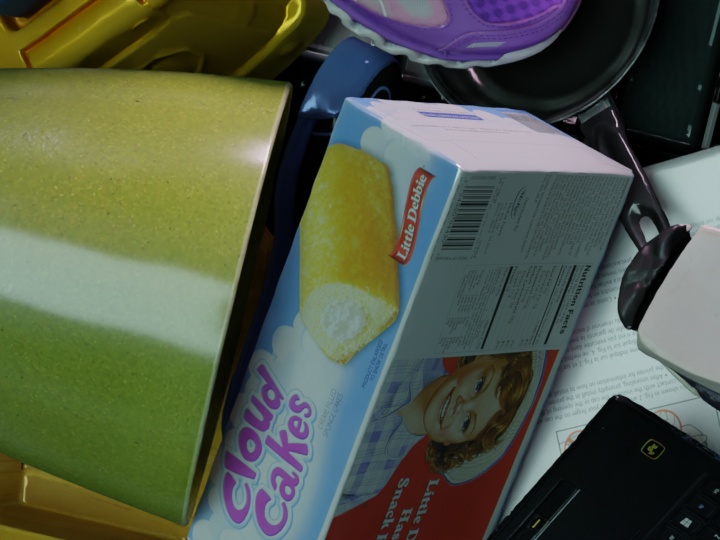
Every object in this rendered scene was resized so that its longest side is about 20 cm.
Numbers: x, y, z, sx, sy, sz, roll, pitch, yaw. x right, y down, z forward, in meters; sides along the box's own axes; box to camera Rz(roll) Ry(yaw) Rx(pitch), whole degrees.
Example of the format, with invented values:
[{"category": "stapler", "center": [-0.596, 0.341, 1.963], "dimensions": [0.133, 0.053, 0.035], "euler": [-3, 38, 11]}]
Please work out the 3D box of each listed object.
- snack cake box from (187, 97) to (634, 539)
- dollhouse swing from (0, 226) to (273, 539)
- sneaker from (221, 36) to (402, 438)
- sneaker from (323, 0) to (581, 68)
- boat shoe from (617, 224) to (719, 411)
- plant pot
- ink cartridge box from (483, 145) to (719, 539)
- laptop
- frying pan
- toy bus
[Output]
[{"category": "snack cake box", "center": [0.020, 0.035, 0.854], "dimensions": [0.067, 0.115, 0.200], "euler": [33, 112, 35]}, {"category": "dollhouse swing", "center": [-0.163, 0.037, 0.967], "dimensions": [0.182, 0.176, 0.200], "euler": [9, 93, 27]}, {"category": "sneaker", "center": [0.000, 0.000, 0.949], "dimensions": [0.078, 0.070, 0.200], "euler": [17, 102, 17]}, {"category": "sneaker", "center": [0.001, -0.149, 0.859], "dimensions": [0.200, 0.088, 0.081], "euler": [26, 79, -6]}, {"category": "boat shoe", "center": [0.193, 0.047, 0.789], "dimensions": [0.200, 0.093, 0.075], "euler": [32, 91, 13]}, {"category": "plant pot", "center": [-0.146, -0.010, 0.873], "dimensions": [0.200, 0.187, 0.187], "euler": [14, 97, -1]}, {"category": "ink cartridge box", "center": [0.134, 0.045, 0.888], "dimensions": [0.200, 0.045, 0.176], "euler": [-16, 82, 27]}, {"category": "laptop", "center": [0.128, 0.181, 0.831], "dimensions": [0.200, 0.103, 0.177], "euler": [33, 124, -5]}, {"category": "frying pan", "center": [0.102, -0.093, 0.894], "dimensions": [0.190, 0.031, 0.115], "euler": [42, 98, 31]}, {"category": "toy bus", "center": [-0.135, -0.168, 0.944], "dimensions": [0.136, 0.192, 0.200], "euler": [-32, 75, 25]}]
